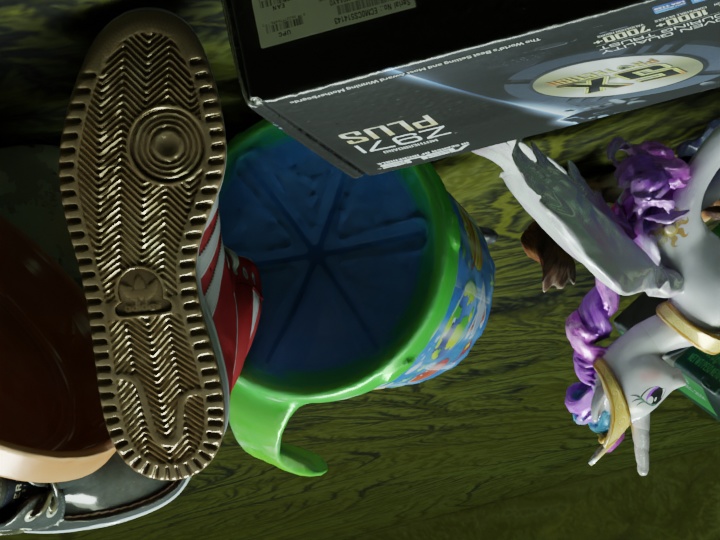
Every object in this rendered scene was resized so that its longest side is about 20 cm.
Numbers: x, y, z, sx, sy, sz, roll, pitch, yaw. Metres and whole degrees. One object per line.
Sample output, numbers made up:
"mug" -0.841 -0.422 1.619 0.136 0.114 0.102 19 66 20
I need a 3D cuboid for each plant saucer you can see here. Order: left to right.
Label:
"plant saucer" -0.187 0.020 1.179 0.032 0.200 0.200 -50 153 21

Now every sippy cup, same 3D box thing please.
"sippy cup" 0.000 0.000 1.290 0.178 0.140 0.130 -35 161 14

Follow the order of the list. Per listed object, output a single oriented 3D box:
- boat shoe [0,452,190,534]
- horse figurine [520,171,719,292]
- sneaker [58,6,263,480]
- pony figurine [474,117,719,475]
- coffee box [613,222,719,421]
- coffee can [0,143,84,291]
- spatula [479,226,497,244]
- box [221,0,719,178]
"boat shoe" -0.164 0.092 1.221 0.199 0.069 0.057 1 -163 -24
"horse figurine" 0.167 -0.034 1.602 0.200 0.050 0.132 -15 -171 -30
"sneaker" -0.084 -0.022 1.177 0.071 0.201 0.113 0 -163 4
"pony figurine" 0.159 -0.017 1.419 0.200 0.193 0.167 -35 -174 3
"coffee box" 0.250 -0.002 1.507 0.200 0.123 0.044 -40 129 -9
"coffee can" -0.177 0.034 1.367 0.146 0.147 0.200 -8 168 -19
"spatula" -0.019 -0.017 1.496 0.199 0.021 0.056 -4 174 24
"box" 0.062 -0.110 1.036 0.199 0.086 0.164 -14 170 11
